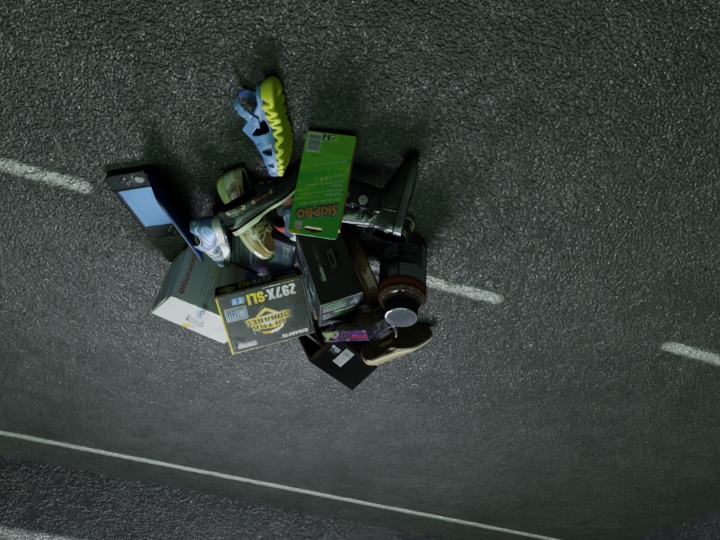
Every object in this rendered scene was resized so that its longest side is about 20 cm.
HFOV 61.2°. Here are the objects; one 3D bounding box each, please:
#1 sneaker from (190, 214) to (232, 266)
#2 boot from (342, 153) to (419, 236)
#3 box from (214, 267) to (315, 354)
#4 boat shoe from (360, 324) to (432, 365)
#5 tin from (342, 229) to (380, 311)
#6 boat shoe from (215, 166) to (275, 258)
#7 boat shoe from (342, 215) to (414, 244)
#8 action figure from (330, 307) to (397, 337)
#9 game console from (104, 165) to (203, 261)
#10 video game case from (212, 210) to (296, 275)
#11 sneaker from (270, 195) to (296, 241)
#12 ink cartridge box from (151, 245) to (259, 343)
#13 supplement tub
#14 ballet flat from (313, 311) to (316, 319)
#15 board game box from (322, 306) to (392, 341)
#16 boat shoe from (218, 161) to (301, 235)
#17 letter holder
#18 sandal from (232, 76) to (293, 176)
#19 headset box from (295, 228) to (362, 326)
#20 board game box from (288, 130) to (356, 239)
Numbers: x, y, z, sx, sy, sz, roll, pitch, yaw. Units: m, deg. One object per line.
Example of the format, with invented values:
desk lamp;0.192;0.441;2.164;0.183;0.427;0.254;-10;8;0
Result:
sneaker;-0.315;-0.067;1.306;0.077;0.076;0.200;-1;155;-7
boot;0.001;-0.166;1.171;0.199;0.166;0.066;15;175;7
box;-0.216;0.092;1.392;0.199;0.049;0.160;-14;118;-8
boat shoe;0.101;0.204;1.646;0.199;0.072;0.076;-18;147;4
tin;0.000;0.000;1.364;0.042;0.112;0.200;-25;119;-3
boat shoe;-0.226;-0.117;1.269;0.063;0.073;0.201;-17;110;24
boat shoe;0.018;-0.102;1.295;0.199;0.062;0.075;15;143;-8
action figure;0.003;0.129;1.592;0.193;0.105;0.200;6;172;10
game console;-0.440;-0.110;1.303;0.170;0.119;0.200;-6;140;15
video game case;-0.244;-0.051;1.392;0.199;0.019;0.143;21;142;4
sneaker;-0.122;-0.136;1.263;0.084;0.075;0.200;28;134;-19
ink cartridge box;-0.371;0.059;1.473;0.200;0.148;0.145;28;145;-25
supplement tub;0.091;0.021;1.327;0.106;0.201;0.107;4;142;3
ballet flat;-0.067;0.049;1.502;0.063;0.069;0.200;36;124;-21
board game box;0.020;0.113;1.356;0.120;0.200;0.032;-12;97;36
boat shoe;-0.188;-0.153;1.201;0.201;0.074;0.063;-37;116;-3
letter holder;-0.070;0.218;1.693;0.101;0.142;0.200;-43;132;5
sandal;-0.176;-0.262;1.116;0.087;0.080;0.200;3;134;10
headset box;-0.071;0.006;1.297;0.092;0.175;0.200;-17;163;-9
board game box;-0.070;-0.158;1.128;0.095;0.201;0.030;9;167;7
